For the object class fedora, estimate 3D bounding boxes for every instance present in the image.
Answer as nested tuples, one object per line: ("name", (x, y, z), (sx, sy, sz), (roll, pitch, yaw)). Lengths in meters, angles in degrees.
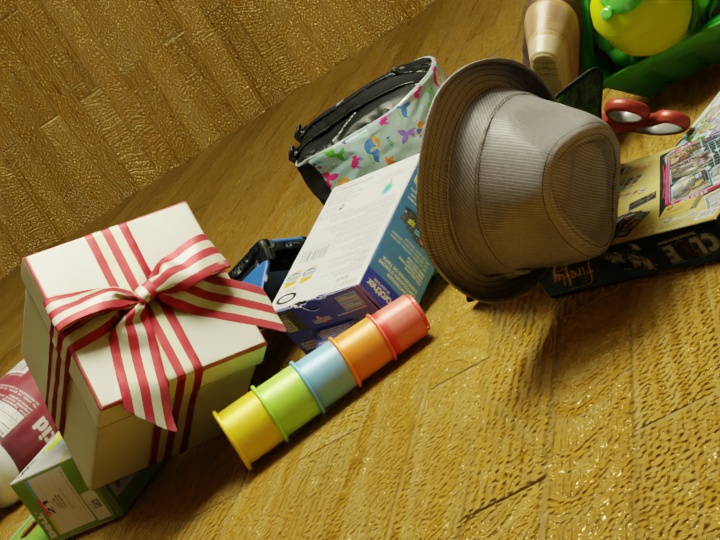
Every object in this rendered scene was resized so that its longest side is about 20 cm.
("fedora", (0.130, -0.062, 1.116), (0.089, 0.180, 0.199), (6, -7, 34))

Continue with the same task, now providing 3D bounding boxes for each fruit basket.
("fruit basket", (0.286, -0.266, 1.500), (0.214, 0.214, 0.157), (-24, 56, 36))

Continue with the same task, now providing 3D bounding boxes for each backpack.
("backpack", (0.034, -0.157, 1.827), (0.199, 0.151, 0.178), (-37, 14, 18))

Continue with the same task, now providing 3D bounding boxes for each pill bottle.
("pill bottle", (-0.394, 0.190, 1.724), (0.114, 0.115, 0.200), (-20, 19, 45))

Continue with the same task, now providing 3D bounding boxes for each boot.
("boot", (0.198, -0.224, 1.550), (0.071, 0.201, 0.168), (7, 59, 9))

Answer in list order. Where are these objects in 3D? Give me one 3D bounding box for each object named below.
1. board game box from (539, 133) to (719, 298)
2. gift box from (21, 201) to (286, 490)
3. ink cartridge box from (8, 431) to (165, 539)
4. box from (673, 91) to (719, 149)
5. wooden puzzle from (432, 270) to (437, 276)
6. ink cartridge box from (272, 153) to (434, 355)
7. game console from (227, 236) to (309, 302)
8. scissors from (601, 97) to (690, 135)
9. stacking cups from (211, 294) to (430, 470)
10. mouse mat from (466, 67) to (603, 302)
("board game box", (0.236, -0.048, 1.182), (0.136, 0.035, 0.199), (-48, 18, -31))
("gift box", (-0.184, 0.070, 1.366), (0.183, 0.201, 0.188), (-26, -24, -27))
("ink cartridge box", (-0.288, 0.199, 1.515), (0.198, 0.076, 0.148), (-25, 16, 31))
("box", (0.354, -0.150, 1.263), (0.136, 0.039, 0.200), (-22, 18, 47))
("wooden puzzle", (0.033, -0.021, 1.602), (0.184, 0.037, 0.200), (-27, 15, 28))
("ink cartridge box", (0.000, 0.000, 1.452), (0.136, 0.076, 0.201), (-18, 34, 47))
("game console", (-0.107, 0.063, 1.592), (0.169, 0.120, 0.200), (-5, -25, -39))
("scissors", (0.211, -0.123, 1.335), (0.200, 0.072, 0.014), (171, 111, -71))
("stacking cups", (-0.030, 0.090, 1.317), (0.199, 0.061, 0.060), (-34, 13, -6))
("mouse mat", (0.141, -0.066, 1.275), (0.160, 0.008, 0.201), (-38, -30, -13))
